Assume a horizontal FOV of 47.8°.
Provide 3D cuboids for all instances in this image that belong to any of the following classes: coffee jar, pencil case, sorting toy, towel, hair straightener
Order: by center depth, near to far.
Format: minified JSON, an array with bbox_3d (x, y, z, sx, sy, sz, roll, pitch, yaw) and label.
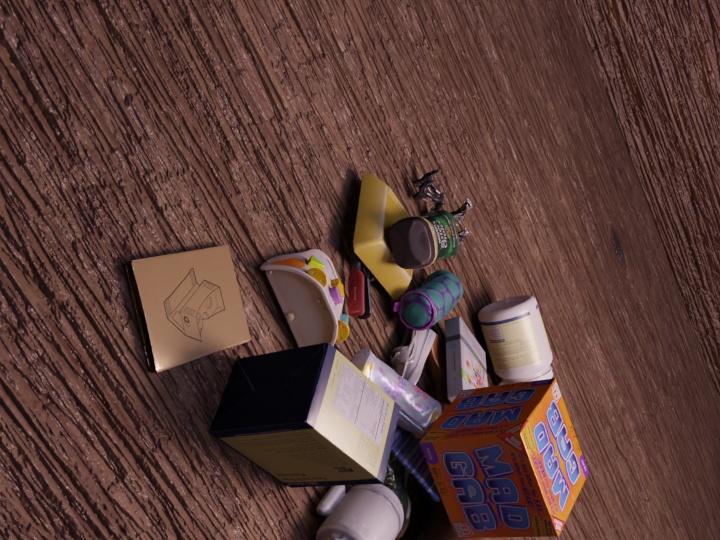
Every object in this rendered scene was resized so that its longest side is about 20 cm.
[{"bbox_3d":[-0.072,0.041,1.452,0.180,0.107,0.200,-60,129,-68],"label":"sorting toy"},{"bbox_3d":[0.057,0.229,1.506,0.200,0.083,0.091,38,6,-19],"label":"pencil case"},{"bbox_3d":[0.093,0.334,1.525,0.200,0.024,0.145,46,19,7],"label":"towel"},{"bbox_3d":[0.000,0.000,1.601,0.077,0.041,0.200,28,52,-60],"label":"hair straightener"},{"bbox_3d":[0.130,-0.062,1.635,0.200,0.085,0.104,-20,98,-64],"label":"coffee jar"},{"bbox_3d":[0.147,0.061,1.713,0.200,0.092,0.085,-29,134,-64],"label":"pencil case"}]

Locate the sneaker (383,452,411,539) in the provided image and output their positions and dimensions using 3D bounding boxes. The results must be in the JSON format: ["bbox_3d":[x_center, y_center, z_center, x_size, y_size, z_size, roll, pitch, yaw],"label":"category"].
[{"bbox_3d":[0.049,0.389,1.511,0.090,0.067,0.200,46,40,-35],"label":"sneaker"}]

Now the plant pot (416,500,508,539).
[{"bbox_3d":[0.207,0.519,1.589,0.200,0.200,0.198,59,32,-23],"label":"plant pot"}]

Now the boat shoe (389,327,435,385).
[{"bbox_3d":[0.090,0.182,1.642,0.065,0.074,0.200,35,41,-6],"label":"boat shoe"}]

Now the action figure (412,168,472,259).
[{"bbox_3d":[0.198,-0.124,1.849,0.200,0.102,0.119,59,28,-21],"label":"action figure"}]

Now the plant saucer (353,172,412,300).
[{"bbox_3d":[0.060,-0.072,1.650,0.200,0.048,0.200,51,37,-45],"label":"plant saucer"}]

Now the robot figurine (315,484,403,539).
[{"bbox_3d":[0.001,0.440,1.386,0.170,0.113,0.200,47,38,2],"label":"robot figurine"}]

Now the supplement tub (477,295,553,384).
[{"bbox_3d":[0.377,0.173,1.959,0.145,0.145,0.200,-25,100,-54],"label":"supplement tub"}]

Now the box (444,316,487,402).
[{"bbox_3d":[0.232,0.224,1.764,0.156,0.041,0.200,52,31,-41],"label":"box"}]

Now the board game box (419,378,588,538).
[{"bbox_3d":[0.263,0.337,1.467,0.200,0.200,0.200,-36,108,-53],"label":"board game box"}]

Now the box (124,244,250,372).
[{"bbox_3d":[-0.257,0.053,1.235,0.200,0.021,0.164,-15,91,-55],"label":"box"}]

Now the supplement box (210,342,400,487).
[{"bbox_3d":[-0.081,0.232,1.266,0.200,0.200,0.134,45,46,-35],"label":"supplement box"}]

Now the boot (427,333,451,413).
[{"bbox_3d":[0.166,0.230,1.719,0.188,0.068,0.200,2,77,-53],"label":"boot"}]
